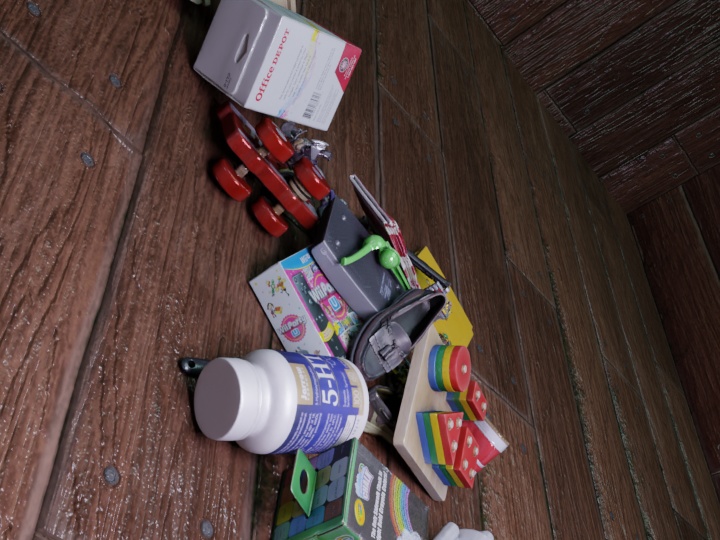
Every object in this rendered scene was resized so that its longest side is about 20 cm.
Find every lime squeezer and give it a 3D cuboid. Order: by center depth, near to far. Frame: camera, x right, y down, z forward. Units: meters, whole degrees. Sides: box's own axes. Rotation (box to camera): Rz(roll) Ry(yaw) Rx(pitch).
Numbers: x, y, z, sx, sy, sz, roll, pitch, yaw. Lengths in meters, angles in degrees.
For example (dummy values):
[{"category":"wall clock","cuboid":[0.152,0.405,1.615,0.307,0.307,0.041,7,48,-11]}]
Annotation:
[{"category":"lime squeezer","cuboid":[0.036,-0.011,1.292,0.199,0.037,0.072,30,41,-50]}]

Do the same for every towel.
[{"category":"towel","cuboid":[0.046,-0.048,1.388,0.145,0.022,0.202,54,-7,45]}]

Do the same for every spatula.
[{"category":"spatula","cuboid":[-0.148,0.132,1.080,0.198,0.020,0.058,24,48,-50]}]

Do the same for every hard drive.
[{"category":"hard drive","cuboid":[0.000,0.000,1.307,0.201,0.042,0.136,51,29,-26]}]

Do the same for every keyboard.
[{"category":"keyboard","cuboid":[0.082,-0.031,1.568,0.199,0.021,0.127,40,5,8]}]

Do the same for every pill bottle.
[{"category":"pill bottle","cuboid":[-0.094,0.157,1.033,0.198,0.119,0.122,12,53,-47]}]

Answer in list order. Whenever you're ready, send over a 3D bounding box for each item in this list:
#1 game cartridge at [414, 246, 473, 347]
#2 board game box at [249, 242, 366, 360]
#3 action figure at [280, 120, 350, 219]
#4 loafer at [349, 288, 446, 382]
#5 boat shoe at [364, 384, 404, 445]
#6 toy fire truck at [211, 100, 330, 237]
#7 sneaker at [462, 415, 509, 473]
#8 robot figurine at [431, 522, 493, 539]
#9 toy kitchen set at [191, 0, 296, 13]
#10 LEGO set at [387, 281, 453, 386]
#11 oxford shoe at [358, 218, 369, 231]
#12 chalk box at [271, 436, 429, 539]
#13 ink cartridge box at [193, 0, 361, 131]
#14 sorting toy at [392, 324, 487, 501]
[{"category":"game cartridge","cuboid":[0.143,0.070,1.653,0.203,0.032,0.176,60,26,-7]},{"category":"board game box","cuboid":[-0.060,0.072,1.250,0.203,0.064,0.147,60,25,-2]},{"category":"action figure","cuboid":[-0.076,-0.158,1.399,0.203,0.068,0.130,62,-10,-6]},{"category":"loafer","cuboid":[0.057,0.086,1.244,0.200,0.062,0.073,-44,114,-42]},{"category":"boat shoe","cuboid":[0.057,0.220,1.308,0.199,0.064,0.075,24,43,-51]},{"category":"toy fire truck","cuboid":[-0.138,-0.157,1.304,0.200,0.112,0.169,45,12,-30]},{"category":"sneaker","cuboid":[0.164,0.277,1.460,0.071,0.113,0.200,44,1,-23]},{"category":"robot figurine","cuboid":[0.138,0.436,1.188,0.173,0.111,0.200,66,26,-4]},{"category":"toy kitchen set","cuboid":[-0.229,-0.426,1.451,0.162,0.183,0.199,-31,52,-28]},{"category":"LEGO set","cuboid":[0.122,0.116,1.466,0.155,0.115,0.200,57,27,-7]},{"category":"oxford shoe","cuboid":[-0.026,-0.022,1.416,0.201,0.070,0.073,-62,139,-54]},{"category":"chalk box","cuboid":[-0.024,0.297,1.028,0.200,0.123,0.126,46,30,-24]},{"category":"ink cartridge box","cuboid":[-0.128,-0.329,1.347,0.144,0.147,0.198,37,18,32]},{"category":"sorting toy","cuboid":[0.133,0.218,1.317,0.200,0.068,0.203,58,39,-46]}]
